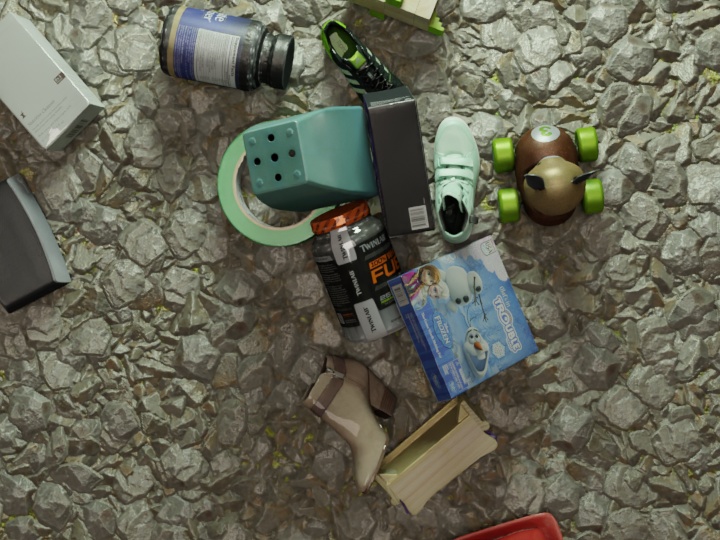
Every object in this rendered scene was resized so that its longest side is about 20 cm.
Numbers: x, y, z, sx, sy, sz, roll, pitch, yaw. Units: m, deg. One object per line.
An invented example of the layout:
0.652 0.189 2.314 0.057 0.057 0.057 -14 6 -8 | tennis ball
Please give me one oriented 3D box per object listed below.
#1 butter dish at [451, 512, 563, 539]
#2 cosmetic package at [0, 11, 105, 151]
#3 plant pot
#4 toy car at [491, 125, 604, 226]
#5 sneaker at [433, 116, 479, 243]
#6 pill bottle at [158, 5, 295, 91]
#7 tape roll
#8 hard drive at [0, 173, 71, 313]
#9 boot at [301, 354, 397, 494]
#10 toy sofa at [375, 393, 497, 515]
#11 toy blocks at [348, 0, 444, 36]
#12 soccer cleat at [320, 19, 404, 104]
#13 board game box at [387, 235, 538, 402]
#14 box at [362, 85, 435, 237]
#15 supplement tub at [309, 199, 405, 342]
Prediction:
0.241 0.508 1.707 0.198 0.148 0.201 -17 90 5 | butter dish
-0.524 -0.303 1.765 0.113 0.081 0.200 -44 90 6 | cosmetic package
-0.084 -0.164 1.616 0.140 0.200 0.143 -10 91 22 | plant pot
0.291 -0.147 1.655 0.163 0.200 0.159 -7 92 4 | toy car
0.151 -0.144 1.706 0.073 0.118 0.202 -2 91 5 | sneaker
-0.209 -0.346 1.727 0.198 0.112 0.113 11 93 3 | pill bottle
-0.129 -0.139 1.761 0.198 0.048 0.202 0 92 3 | tape roll
-0.575 -0.044 1.796 0.134 0.042 0.201 -26 90 4 | hard drive
-0.025 0.233 1.720 0.145 0.070 0.201 29 51 -15 | boot
0.116 0.287 1.739 0.200 0.083 0.098 -41 102 4 | toy sofa
0.062 -0.473 1.722 0.199 0.100 0.138 22 82 3 | toy blocks
0.007 -0.313 1.728 0.067 0.081 0.200 -42 89 4 | soccer cleat
0.162 0.072 1.695 0.198 0.043 0.201 -24 91 -35 | board game box
0.058 -0.169 1.675 0.078 0.141 0.202 -9 107 2 | box
0.000 0.000 1.703 0.122 0.123 0.201 -21 102 4 | supplement tub
